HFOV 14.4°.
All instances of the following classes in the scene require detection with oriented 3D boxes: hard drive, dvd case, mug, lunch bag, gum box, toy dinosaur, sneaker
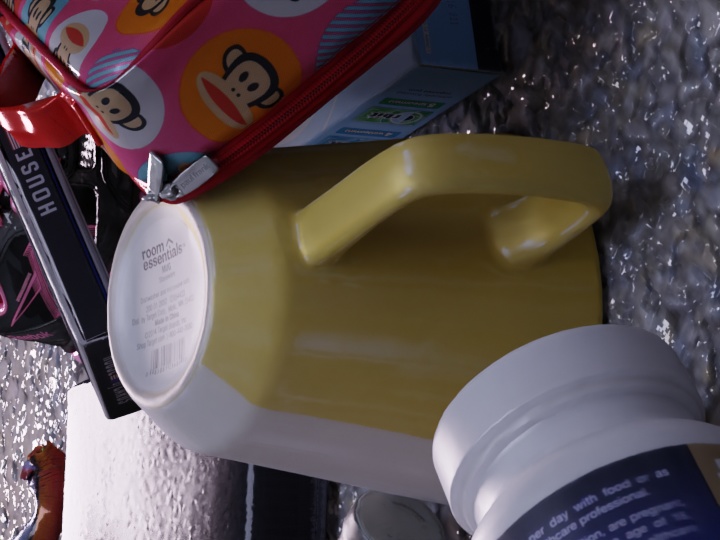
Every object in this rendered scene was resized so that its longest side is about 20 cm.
[{"bbox_3d":[-0.081,0.106,1.300,0.200,0.042,0.135,-1,86,58],"label":"hard drive"},{"bbox_3d":[-0.140,-0.044,1.201,0.150,0.025,0.200,92,155,-75],"label":"dvd case"},{"bbox_3d":[-0.005,0.000,1.088,0.149,0.153,0.187,53,129,47],"label":"mug"},{"bbox_3d":[-0.066,-0.107,1.087,0.176,0.082,0.200,-40,26,0],"label":"lunch bag"},{"bbox_3d":[-0.021,-0.128,1.229,0.200,0.045,0.170,-31,61,54],"label":"gum box"},{"bbox_3d":[-0.191,0.173,1.473,0.181,0.200,0.105,-30,21,29],"label":"toy dinosaur"},{"bbox_3d":[-0.142,-0.028,1.324,0.200,0.095,0.079,111,167,-47],"label":"sneaker"}]

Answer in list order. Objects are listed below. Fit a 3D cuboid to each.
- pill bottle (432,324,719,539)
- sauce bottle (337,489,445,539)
[{"bbox_3d":[0.101,0.122,0.939,0.116,0.116,0.200,-58,42,37],"label":"pill bottle"},{"bbox_3d":[-0.023,0.170,1.184,0.200,0.065,0.065,-59,41,34],"label":"sauce bottle"}]
